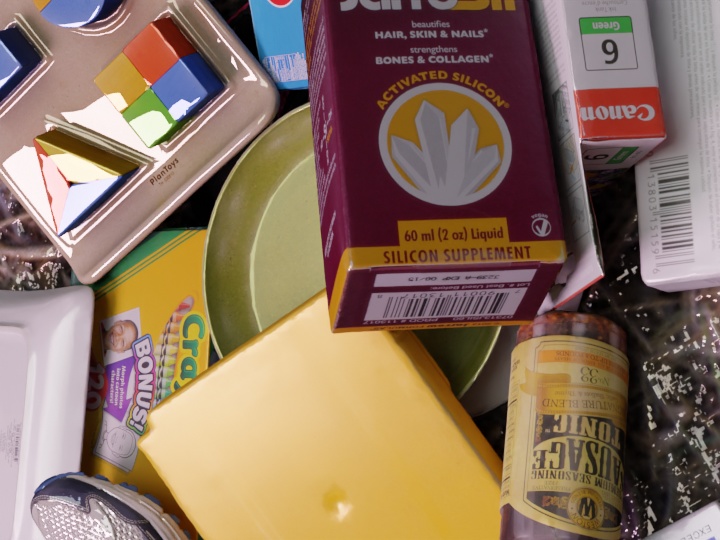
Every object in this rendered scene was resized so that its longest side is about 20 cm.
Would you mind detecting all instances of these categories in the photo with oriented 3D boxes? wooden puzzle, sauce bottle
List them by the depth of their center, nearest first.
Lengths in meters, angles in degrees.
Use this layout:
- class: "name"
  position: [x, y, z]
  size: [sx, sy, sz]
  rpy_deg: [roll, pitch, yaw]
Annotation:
- class: "sauce bottle"
  position: [0.103, 0.122, 0.819]
  size: [0.066, 0.066, 0.202]
  rpy_deg: [-11, 61, 31]
- class: "wooden puzzle"
  position: [-0.171, -0.117, 0.964]
  size: [0.185, 0.046, 0.201]
  rpy_deg: [-39, 86, 24]

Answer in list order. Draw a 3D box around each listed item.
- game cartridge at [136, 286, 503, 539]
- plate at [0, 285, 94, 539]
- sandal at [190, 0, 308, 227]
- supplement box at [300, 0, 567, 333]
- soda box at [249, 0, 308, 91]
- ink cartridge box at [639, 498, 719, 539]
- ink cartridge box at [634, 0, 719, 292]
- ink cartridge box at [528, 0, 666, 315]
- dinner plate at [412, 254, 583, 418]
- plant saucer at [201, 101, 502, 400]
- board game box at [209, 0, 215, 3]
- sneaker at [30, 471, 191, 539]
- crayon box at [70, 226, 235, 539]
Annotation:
- class: "game cartridge"
  position: [-0.008, 0.123, 0.889]
  size: [0.176, 0.032, 0.201]
  rpy_deg: [-33, 93, 25]
- class: "plate"
  position: [-0.237, 0.110, 1.049]
  size: [0.199, 0.032, 0.202]
  rpy_deg: [-3, 81, 54]
- class: "sandal"
  position: [-0.067, -0.121, 1.004]
  size: [0.075, 0.045, 0.202]
  rpy_deg: [18, 93, 33]
- class: "supplement box"
  position: [0.033, -0.077, 0.828]
  size: [0.109, 0.086, 0.202]
  rpy_deg: [-2, 67, -9]
- class: "soda box"
  position: [-0.030, -0.210, 0.935]
  size: [0.064, 0.068, 0.202]
  rpy_deg: [2, 106, 46]
- class: "ink cartridge box"
  position: [0.150, 0.249, 0.817]
  size: [0.196, 0.043, 0.201]
  rpy_deg: [-34, 65, 24]
- class: "ink cartridge box"
  position: [0.223, -0.099, 0.816]
  size: [0.172, 0.043, 0.202]
  rpy_deg: [-8, 79, 31]
- class: "ink cartridge box"
  position: [0.116, -0.085, 0.844]
  size: [0.050, 0.109, 0.202]
  rpy_deg: [-4, 78, -12]
- class: "dinner plate"
  position: [0.039, -0.012, 0.935]
  size: [0.199, 0.024, 0.202]
  rpy_deg: [-4, 82, 32]
- class: "plant saucer"
  position: [0.000, 0.000, 0.919]
  size: [0.198, 0.031, 0.202]
  rpy_deg: [-3, 84, 28]
- class: "board game box"
  position: [-0.143, -0.224, 1.032]
  size: [0.200, 0.105, 0.103]
  rpy_deg: [-43, 63, 20]
- class: "sneaker"
  position: [-0.125, 0.204, 0.923]
  size: [0.200, 0.085, 0.077]
  rpy_deg: [49, 131, -2]
- class: "crayon box"
  position: [-0.125, 0.077, 1.006]
  size: [0.118, 0.058, 0.202]
  rpy_deg: [-1, 83, 33]
